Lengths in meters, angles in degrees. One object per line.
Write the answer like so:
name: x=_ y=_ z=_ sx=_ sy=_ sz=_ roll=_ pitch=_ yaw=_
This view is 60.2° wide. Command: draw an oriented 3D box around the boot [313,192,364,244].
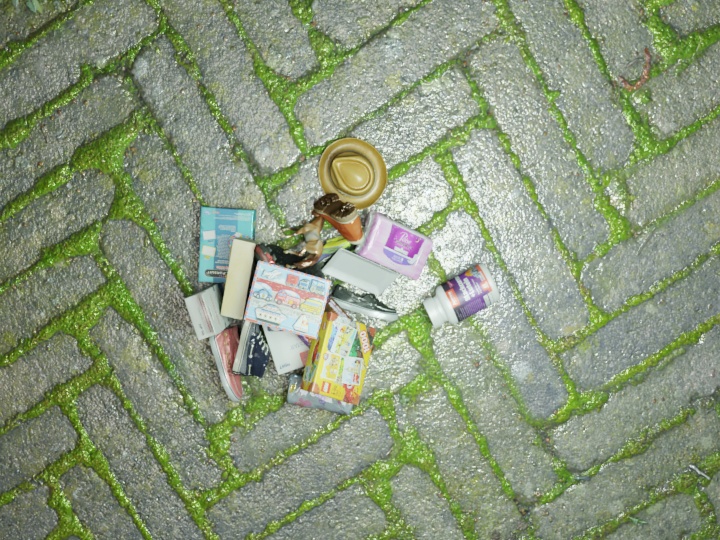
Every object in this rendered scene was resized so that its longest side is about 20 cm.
boot: x=-0.057 y=-0.135 z=1.644 sx=0.074 sy=0.199 sz=0.109 roll=-36 pitch=126 yaw=-11

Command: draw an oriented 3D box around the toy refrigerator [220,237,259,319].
toy refrigerator: x=-0.324 y=0.019 z=1.665 sx=0.068 sy=0.076 sz=0.207 roll=11 pitch=96 yaw=-2

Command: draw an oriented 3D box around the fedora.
fedora: x=-0.022 y=-0.261 z=1.674 sx=0.193 sy=0.082 sz=0.208 roll=0 pitch=95 yaw=1

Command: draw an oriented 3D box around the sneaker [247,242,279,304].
sneaker: x=-0.254 y=0.034 z=1.619 sx=0.096 sy=0.070 sz=0.207 roll=-19 pitch=105 yaw=-24

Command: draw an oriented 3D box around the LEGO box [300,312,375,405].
LEGO box: x=-0.058 y=0.229 z=1.621 sx=0.146 sy=0.076 sz=0.206 roll=21 pitch=76 yaw=-28

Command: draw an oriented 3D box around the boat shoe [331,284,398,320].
boat shoe: x=0.014 y=0.090 z=1.720 sx=0.194 sy=0.069 sz=0.058 roll=15 pitch=96 yaw=1

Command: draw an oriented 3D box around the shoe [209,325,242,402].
shoe: x=-0.349 y=0.260 z=1.738 sx=0.088 sy=0.071 sz=0.206 roll=-19 pitch=92 yaw=6

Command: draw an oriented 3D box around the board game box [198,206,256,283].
board game box: x=-0.368 y=-0.069 z=1.716 sx=0.145 sy=0.047 sz=0.208 roll=4 pitch=96 yaw=-1

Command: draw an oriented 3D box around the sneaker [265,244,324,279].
sneaker: x=-0.178 y=0.007 z=1.691 sx=0.196 sy=0.089 sz=0.076 roll=29 pitch=55 yaw=20

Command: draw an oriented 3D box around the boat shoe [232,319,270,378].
boat shoe: x=-0.280 y=0.192 z=1.678 sx=0.090 sy=0.075 sz=0.206 roll=15 pitch=102 yaw=-7

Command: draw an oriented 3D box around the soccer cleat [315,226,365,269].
soccer cleat: x=-0.053 y=-0.073 z=1.706 sx=0.197 sy=0.065 sz=0.084 roll=-32 pitch=55 yaw=-7

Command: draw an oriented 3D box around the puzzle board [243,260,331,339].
puzzle board: x=-0.186 y=0.076 z=1.584 sx=0.194 sy=0.017 sz=0.156 roll=15 pitch=89 yaw=-4

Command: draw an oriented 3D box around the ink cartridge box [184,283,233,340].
ink cartridge box: x=-0.408 y=0.110 z=1.658 sx=0.066 sy=0.200 sz=0.120 roll=-19 pitch=96 yaw=3

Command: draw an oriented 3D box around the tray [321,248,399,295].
tray: x=0.000 y=0.000 z=1.680 sx=0.196 sy=0.023 sz=0.107 roll=23 pitch=132 yaw=-26

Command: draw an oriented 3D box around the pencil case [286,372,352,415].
pencil case: x=-0.110 y=0.345 z=1.735 sx=0.193 sy=0.085 sz=0.092 roll=10 pitch=134 yaw=1

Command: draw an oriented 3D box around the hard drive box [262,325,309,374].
hard drive box: x=-0.185 y=0.162 z=1.724 sx=0.151 sy=0.077 sz=0.206 roll=-18 pitch=96 yaw=3

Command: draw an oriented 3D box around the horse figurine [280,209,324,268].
horse figurine: x=-0.146 y=-0.077 z=1.669 sx=0.128 sy=0.204 sz=0.051 roll=-12 pitch=140 yaw=-2

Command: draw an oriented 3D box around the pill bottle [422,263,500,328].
pill bottle: x=0.271 y=0.075 z=1.692 sx=0.196 sy=0.111 sz=0.114 roll=-28 pitch=95 yaw=3

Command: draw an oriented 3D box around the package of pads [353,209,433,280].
package of pads: x=0.090 y=-0.067 z=1.669 sx=0.196 sy=0.076 sz=0.124 roll=22 pitch=96 yaw=-24

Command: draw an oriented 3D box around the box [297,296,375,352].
box: x=-0.062 y=0.192 z=1.690 sx=0.201 sy=0.039 sz=0.138 roll=47 pitch=64 yaw=-20
